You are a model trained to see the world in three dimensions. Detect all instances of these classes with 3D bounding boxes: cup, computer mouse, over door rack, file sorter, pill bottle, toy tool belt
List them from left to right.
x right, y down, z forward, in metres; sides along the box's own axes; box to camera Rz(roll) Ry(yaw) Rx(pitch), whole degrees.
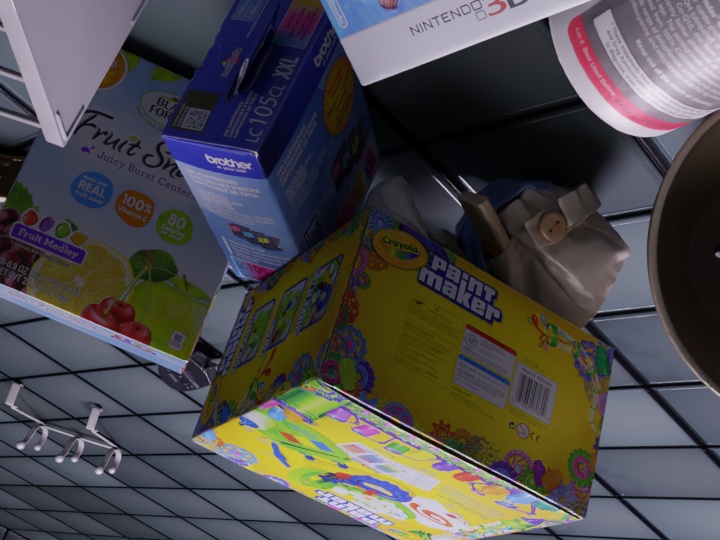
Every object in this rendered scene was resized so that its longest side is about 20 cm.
[{"bbox_3d":[-0.223,-0.204,0.674,0.123,0.140,0.201,18,152,9],"label":"file sorter"},{"bbox_3d":[-0.458,0.255,1.709,0.146,0.067,0.201,15,152,7],"label":"over door rack"},{"bbox_3d":[-0.167,0.103,1.299,0.198,0.034,0.059,-16,120,40],"label":"computer mouse"},{"bbox_3d":[0.106,-0.023,0.813,0.122,0.126,0.200,32,179,-8],"label":"toy tool belt"},{"bbox_3d":[0.193,-0.148,0.528,0.110,0.112,0.199,32,150,-22],"label":"pill bottle"},{"bbox_3d":[0.263,-0.008,0.678,0.198,0.203,0.143,17,179,4],"label":"cup"}]

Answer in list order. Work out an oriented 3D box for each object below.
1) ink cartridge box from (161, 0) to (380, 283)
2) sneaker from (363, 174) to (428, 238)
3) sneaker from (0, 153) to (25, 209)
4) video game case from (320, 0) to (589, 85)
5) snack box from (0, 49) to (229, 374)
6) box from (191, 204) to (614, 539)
[{"bbox_3d":[-0.057,-0.094,0.754,0.075,0.138,0.201,12,151,22],"label":"ink cartridge box"},{"bbox_3d":[0.014,0.007,0.805,0.079,0.077,0.201,-12,149,-3],"label":"sneaker"},{"bbox_3d":[-0.301,-0.060,1.063,0.198,0.068,0.090,15,159,11],"label":"sneaker"},{"bbox_3d":[0.030,-0.206,0.519,0.180,0.045,0.202,-12,113,44],"label":"video game case"},{"bbox_3d":[-0.170,-0.050,0.837,0.167,0.202,0.068,22,162,-8],"label":"snack box"},{"bbox_3d":[0.025,0.084,0.741,0.199,0.123,0.192,29,149,-20],"label":"box"}]
